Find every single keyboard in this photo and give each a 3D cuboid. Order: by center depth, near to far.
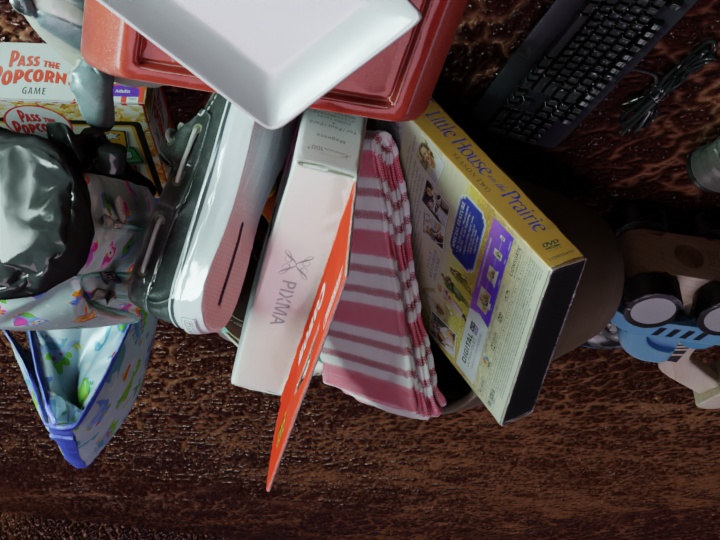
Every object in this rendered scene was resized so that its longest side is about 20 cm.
[{"bbox_3d":[0.161,-0.129,0.692,0.127,0.021,0.200,8,158,-14],"label":"keyboard"}]

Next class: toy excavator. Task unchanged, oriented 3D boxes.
[{"bbox_3d":[0.282,0.046,0.949,0.194,0.100,0.200,8,143,-9],"label":"toy excavator"}]

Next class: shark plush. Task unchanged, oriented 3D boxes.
[{"bbox_3d":[-0.153,-0.175,0.595,0.083,0.091,0.200,-22,132,7],"label":"shark plush"}]

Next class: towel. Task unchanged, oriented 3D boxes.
[{"bbox_3d":[0.000,0.000,0.766,0.030,0.201,0.146,-14,-170,-27],"label":"towel"}]

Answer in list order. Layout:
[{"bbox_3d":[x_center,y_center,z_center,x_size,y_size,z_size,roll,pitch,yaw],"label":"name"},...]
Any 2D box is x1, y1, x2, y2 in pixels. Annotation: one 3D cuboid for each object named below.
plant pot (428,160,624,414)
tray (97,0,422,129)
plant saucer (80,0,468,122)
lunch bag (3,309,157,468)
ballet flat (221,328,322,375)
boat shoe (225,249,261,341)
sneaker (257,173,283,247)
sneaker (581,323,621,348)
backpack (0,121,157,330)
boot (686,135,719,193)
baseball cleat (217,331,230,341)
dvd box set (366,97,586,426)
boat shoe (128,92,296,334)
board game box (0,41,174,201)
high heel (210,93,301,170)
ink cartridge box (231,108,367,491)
[{"bbox_3d":[0.108,0.004,0.838,0.173,0.201,0.200,-2,164,-37],"label":"plant pot"},{"bbox_3d":[-0.073,-0.150,0.490,0.107,0.022,0.200,-33,131,27],"label":"tray"},{"bbox_3d":[-0.033,-0.155,0.532,0.199,0.037,0.200,7,136,-14],"label":"plant saucer"},{"bbox_3d":[-0.248,0.065,0.965,0.127,0.201,0.170,4,159,-6],"label":"lunch bag"},{"bbox_3d":[-0.067,0.062,1.008,0.200,0.070,0.067,27,-168,-28],"label":"ballet flat"},{"bbox_3d":[-0.115,0.001,0.877,0.072,0.072,0.200,33,-175,-37],"label":"boat shoe"},{"bbox_3d":[-0.048,-0.027,0.921,0.077,0.073,0.200,16,153,10],"label":"sneaker"},{"bbox_3d":[0.199,0.042,1.031,0.199,0.071,0.083,-5,175,23],"label":"sneaker"},{"bbox_3d":[-0.209,-0.024,0.678,0.166,0.127,0.200,9,177,11],"label":"backpack"},{"bbox_3d":[0.344,-0.083,0.752,0.199,0.068,0.131,11,162,-2],"label":"boot"},{"bbox_3d":[-0.062,0.045,1.074,0.199,0.070,0.106,-3,158,9],"label":"baseball cleat"},{"bbox_3d":[0.060,-0.017,0.703,0.029,0.200,0.147,-18,140,-25],"label":"dvd box set"},{"bbox_3d":[-0.093,-0.063,0.656,0.071,0.200,0.072,15,169,16],"label":"boat shoe"},{"bbox_3d":[-0.212,-0.090,0.779,0.151,0.046,0.200,2,158,-1],"label":"board game box"},{"bbox_3d":[-0.071,-0.075,0.787,0.096,0.068,0.200,4,161,-14],"label":"high heel"},{"bbox_3d":[-0.045,0.010,0.677,0.043,0.174,0.200,15,130,-6],"label":"ink cartridge box"}]
